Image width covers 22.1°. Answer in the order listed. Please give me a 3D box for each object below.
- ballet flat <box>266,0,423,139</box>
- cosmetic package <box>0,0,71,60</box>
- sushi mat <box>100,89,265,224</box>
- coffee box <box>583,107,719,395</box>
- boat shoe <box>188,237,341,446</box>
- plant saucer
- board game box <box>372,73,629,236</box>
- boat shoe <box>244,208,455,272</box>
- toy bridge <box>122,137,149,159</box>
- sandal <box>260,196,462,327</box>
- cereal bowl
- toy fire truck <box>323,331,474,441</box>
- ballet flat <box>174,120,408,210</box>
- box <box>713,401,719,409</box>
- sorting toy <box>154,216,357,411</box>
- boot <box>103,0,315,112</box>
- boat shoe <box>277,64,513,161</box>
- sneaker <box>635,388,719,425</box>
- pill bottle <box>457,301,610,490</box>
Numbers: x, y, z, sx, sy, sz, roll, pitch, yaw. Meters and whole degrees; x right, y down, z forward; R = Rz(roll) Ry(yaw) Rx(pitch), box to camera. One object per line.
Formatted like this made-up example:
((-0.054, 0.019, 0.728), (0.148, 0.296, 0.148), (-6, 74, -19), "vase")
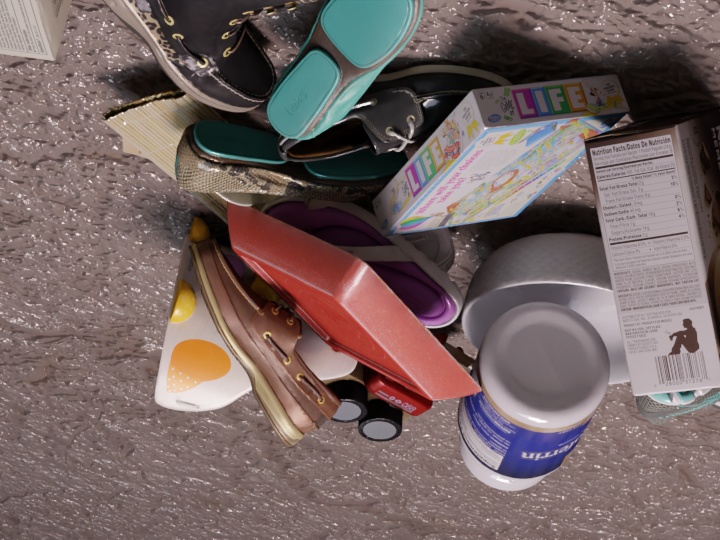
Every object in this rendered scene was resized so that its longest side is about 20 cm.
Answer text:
((-0.003, -0.173, 1.384), (0.067, 0.070, 0.200), (47, 137, 2), "ballet flat")
((-0.327, -0.227, 1.400), (0.198, 0.072, 0.105), (9, 153, 5), "cosmetic package")
((-0.125, -0.090, 1.584), (0.095, 0.012, 0.200), (-12, 144, 33), "sushi mat")
((0.244, -0.017, 1.422), (0.079, 0.202, 0.113), (-9, -174, 30), "coffee box")
((-0.084, 0.054, 1.616), (0.067, 0.072, 0.201), (-29, 102, 0), "boat shoe")
((-0.015, 0.032, 1.571), (0.199, 0.037, 0.200), (26, 164, 48), "plant saucer")
((0.108, -0.090, 1.474), (0.133, 0.034, 0.200), (-9, 161, -27), "board game box")
((-0.015, -0.030, 1.666), (0.198, 0.072, 0.069), (6, 135, 19), "boat shoe")
((-0.110, -0.093, 1.618), (0.198, 0.027, 0.067), (12, 152, -1), "toy bridge")
((0.003, -0.005, 1.611), (0.202, 0.050, 0.083), (28, 132, -14), "sandal")
((0.192, 0.024, 1.667), (0.198, 0.084, 0.201), (8, 152, 4), "cereal bowl")
((0.032, 0.082, 1.813), (0.175, 0.129, 0.199), (31, 135, -32), "toy fire truck")
((-0.061, -0.083, 1.543), (0.198, 0.068, 0.076), (3, 139, -20), "ballet flat")
((0.410, 0.097, 1.762), (0.199, 0.049, 0.158), (23, 151, -21), "box")
((-0.087, 0.039, 1.728), (0.178, 0.201, 0.107), (11, 128, -5), "sorting toy")
((-0.090, -0.197, 1.374), (0.150, 0.074, 0.200), (-10, 140, 36), "boot")
((0.029, -0.120, 1.476), (0.198, 0.068, 0.072), (-2, 149, 15), "boat shoe")
((0.318, 0.073, 1.623), (0.199, 0.078, 0.091), (-23, 156, -20), "sneaker")
((0.148, 0.119, 1.650), (0.115, 0.117, 0.200), (11, 153, -1), "pill bottle")
